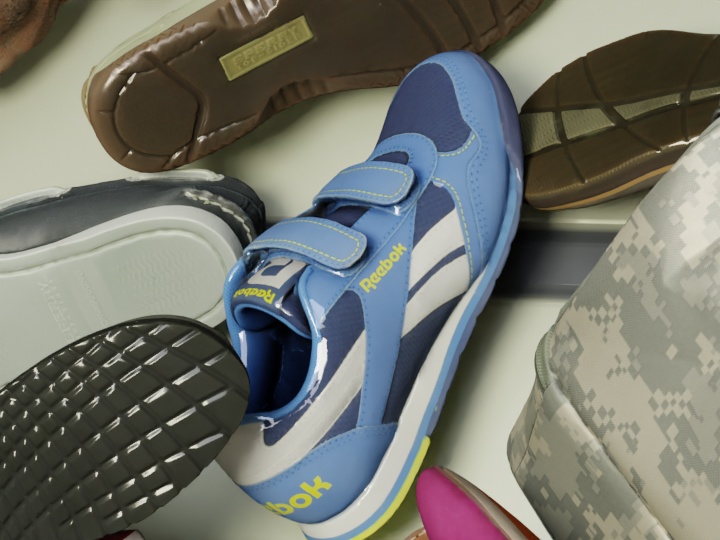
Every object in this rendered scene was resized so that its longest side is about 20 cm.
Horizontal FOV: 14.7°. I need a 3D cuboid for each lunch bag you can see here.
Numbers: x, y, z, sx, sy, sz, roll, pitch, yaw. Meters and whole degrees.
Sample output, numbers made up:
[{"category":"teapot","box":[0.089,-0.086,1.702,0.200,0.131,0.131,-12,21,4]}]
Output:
[{"category":"lunch bag","box":[0.156,0.058,0.890,0.139,0.168,0.200,-19,58,-23]}]

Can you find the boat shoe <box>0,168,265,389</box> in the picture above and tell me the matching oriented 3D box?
[{"category":"boat shoe","box":[-0.131,0.007,1.121,0.199,0.076,0.060,-7,24,18]}]

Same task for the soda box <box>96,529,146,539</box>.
[{"category":"soda box","box":[-0.148,0.176,1.006,0.200,0.070,0.064,-37,97,-18]}]

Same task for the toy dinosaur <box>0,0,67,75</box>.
[{"category":"toy dinosaur","box":[-0.160,-0.122,1.135,0.135,0.200,0.086,-36,83,47]}]

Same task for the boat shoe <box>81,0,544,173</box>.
[{"category":"boat shoe","box":[-0.020,-0.106,1.121,0.199,0.072,0.076,-20,21,-5]}]

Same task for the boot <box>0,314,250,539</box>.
[{"category":"boot","box":[-0.121,0.062,1.043,0.200,0.131,0.068,-36,104,17]}]

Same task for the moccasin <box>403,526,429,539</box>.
[{"category":"moccasin","box":[-0.010,0.166,0.904,0.073,0.078,0.202,22,63,29]}]

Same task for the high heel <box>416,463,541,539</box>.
[{"category":"high heel","box":[0.054,0.158,0.878,0.096,0.067,0.200,-40,64,6]}]

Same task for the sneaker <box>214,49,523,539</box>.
[{"category":"sneaker","box":[0.000,0.000,1.050,0.074,0.082,0.201,-8,58,56]}]

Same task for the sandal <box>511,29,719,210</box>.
[{"category":"sandal","box":[0.141,-0.056,1.039,0.199,0.055,0.082,-16,37,29]}]
